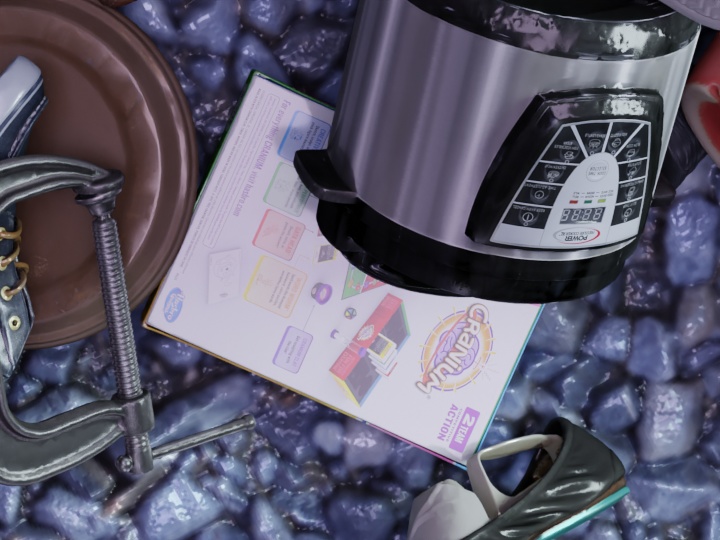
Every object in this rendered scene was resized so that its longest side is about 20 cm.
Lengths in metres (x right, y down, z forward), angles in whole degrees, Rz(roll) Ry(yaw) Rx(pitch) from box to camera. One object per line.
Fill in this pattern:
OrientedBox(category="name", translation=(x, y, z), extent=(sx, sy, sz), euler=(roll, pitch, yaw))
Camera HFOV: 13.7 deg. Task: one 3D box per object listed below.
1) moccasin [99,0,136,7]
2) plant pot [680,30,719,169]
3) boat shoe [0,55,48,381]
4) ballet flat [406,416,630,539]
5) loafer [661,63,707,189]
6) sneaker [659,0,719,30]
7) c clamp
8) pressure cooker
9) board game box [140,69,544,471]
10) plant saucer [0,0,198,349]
OrientedBox(category="moccasin", translation=(-0.159, -0.236, 1.586), extent=(0.077, 0.074, 0.202), euler=(-20, 98, -27))
OrientedBox(category="plant pot", translation=(0.275, -0.109, 1.566), extent=(0.177, 0.200, 0.200), euler=(-45, 97, -8))
OrientedBox(category="boat shoe", translation=(-0.198, -0.009, 1.574), extent=(0.091, 0.071, 0.201), euler=(31, 99, -7))
OrientedBox(category="ballet flat", translation=(0.067, 0.137, 1.617), extent=(0.069, 0.200, 0.068), euler=(54, 134, 4))
OrientedBox(category="loafer", translation=(0.121, -0.133, 1.640), extent=(0.072, 0.073, 0.200), euler=(-37, 91, -39))
OrientedBox(category="sneaker", translation=(0.140, -0.199, 1.484), extent=(0.200, 0.118, 0.074), euler=(35, 134, 17))
OrientedBox(category="c clamp", translation=(-0.148, 0.026, 1.568), extent=(0.170, 0.027, 0.201), euler=(-26, 117, -29))
OrientedBox(category="pressure cooker", translation=(0.074, -0.076, 1.532), extent=(0.175, 0.179, 0.201), euler=(22, 119, 15))
OrientedBox(category="board game box", translation=(0.000, 0.000, 1.647), extent=(0.199, 0.040, 0.154), euler=(25, 93, -7))
OrientedBox(category="plant saucer", translation=(-0.186, -0.056, 1.612), extent=(0.199, 0.029, 0.201), euler=(1, 95, 9))
